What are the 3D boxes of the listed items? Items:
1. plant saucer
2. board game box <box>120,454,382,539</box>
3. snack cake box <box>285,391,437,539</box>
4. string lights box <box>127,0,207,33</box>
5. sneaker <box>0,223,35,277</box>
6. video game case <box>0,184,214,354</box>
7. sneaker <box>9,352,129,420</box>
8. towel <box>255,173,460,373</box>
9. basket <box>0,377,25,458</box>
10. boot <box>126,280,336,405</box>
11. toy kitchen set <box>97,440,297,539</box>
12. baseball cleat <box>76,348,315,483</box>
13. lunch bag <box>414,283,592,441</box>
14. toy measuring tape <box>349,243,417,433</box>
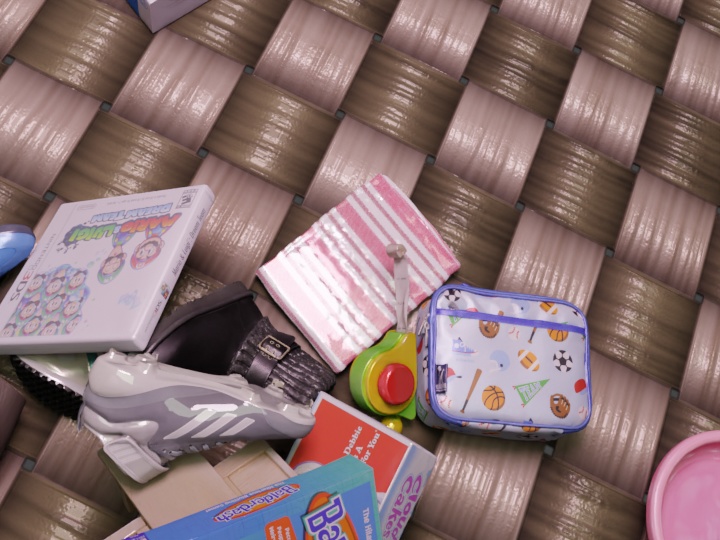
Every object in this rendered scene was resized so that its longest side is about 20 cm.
[{"bbox_3d":[0.394,0.279,0.871,0.196,0.051,0.205,3,70,-9],"label":"plant saucer"},{"bbox_3d":[-0.072,0.251,0.627,0.197,0.045,0.156,-14,101,-29],"label":"board game box"},{"bbox_3d":[-0.028,0.233,0.750,0.114,0.067,0.203,22,79,35],"label":"snack cake box"},{"bbox_3d":[-0.270,-0.400,0.977,0.102,0.059,0.201,-36,81,-20],"label":"string lights box"},{"bbox_3d":[-0.405,0.028,0.795,0.198,0.066,0.079,-30,70,-13],"label":"sneaker"},{"bbox_3d":[-0.252,-0.002,0.779,0.196,0.024,0.185,-4,49,26],"label":"video game case"},{"bbox_3d":[-0.245,0.105,0.808,0.196,0.071,0.094,25,53,-2],"label":"sneaker"},{"bbox_3d":[0.000,0.000,0.908,0.199,0.030,0.147,-39,82,-18],"label":"towel"},{"bbox_3d":[-0.403,0.174,0.715,0.178,0.136,0.203,30,64,-7],"label":"basket"},{"bbox_3d":[-0.122,0.104,0.778,0.158,0.080,0.210,46,36,8],"label":"boot"},{"bbox_3d":[-0.162,0.258,0.733,0.198,0.183,0.162,-29,44,-29],"label":"toy kitchen set"},{"bbox_3d":[-0.140,0.134,0.695,0.196,0.070,0.109,18,92,-13],"label":"baseball cleat"},{"bbox_3d":[0.149,0.095,0.874,0.195,0.076,0.164,9,70,-11],"label":"lunch bag"},{"bbox_3d":[0.021,0.076,0.842,0.072,0.073,0.205,-3,93,-12],"label":"toy measuring tape"}]
